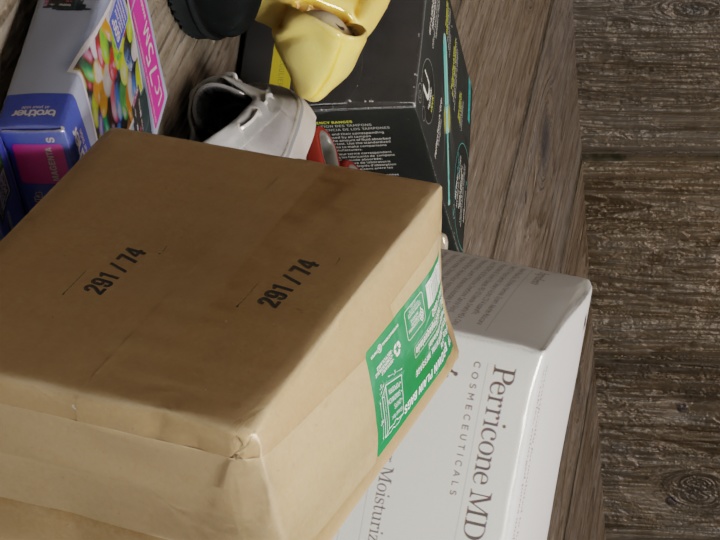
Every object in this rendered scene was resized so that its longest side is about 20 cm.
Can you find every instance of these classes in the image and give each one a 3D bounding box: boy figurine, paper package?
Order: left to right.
[{"bbox_3d":[-0.077,0.040,1.261,0.200,0.191,0.104,-52,146,-47],"label":"paper package"},{"bbox_3d":[-0.035,-0.191,1.803,0.064,0.124,0.200,-53,-156,36],"label":"boy figurine"}]

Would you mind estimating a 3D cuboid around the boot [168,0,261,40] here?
[{"bbox_3d":[-0.036,-0.195,1.661,0.198,0.162,0.073,65,28,-66],"label":"boot"}]

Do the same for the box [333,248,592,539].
[{"bbox_3d":[0.042,0.104,1.594,0.200,0.131,0.199,-40,140,-74],"label":"box"}]

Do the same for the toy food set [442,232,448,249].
[{"bbox_3d":[0.008,0.060,1.831,0.200,0.060,0.144,-30,133,-67],"label":"toy food set"}]

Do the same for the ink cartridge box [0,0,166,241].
[{"bbox_3d":[-0.141,-0.069,1.410,0.200,0.042,0.119,-77,163,-46],"label":"ink cartridge box"}]

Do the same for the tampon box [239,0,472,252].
[{"bbox_3d":[-0.001,-0.119,1.943,0.200,0.126,0.150,71,21,-58],"label":"tampon box"}]

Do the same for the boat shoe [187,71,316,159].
[{"bbox_3d":[-0.077,-0.087,1.721,0.069,0.072,0.200,55,16,-17],"label":"boat shoe"}]

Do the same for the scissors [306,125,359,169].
[{"bbox_3d":[0.000,0.000,1.729,0.073,0.014,0.200,43,28,-52],"label":"scissors"}]
